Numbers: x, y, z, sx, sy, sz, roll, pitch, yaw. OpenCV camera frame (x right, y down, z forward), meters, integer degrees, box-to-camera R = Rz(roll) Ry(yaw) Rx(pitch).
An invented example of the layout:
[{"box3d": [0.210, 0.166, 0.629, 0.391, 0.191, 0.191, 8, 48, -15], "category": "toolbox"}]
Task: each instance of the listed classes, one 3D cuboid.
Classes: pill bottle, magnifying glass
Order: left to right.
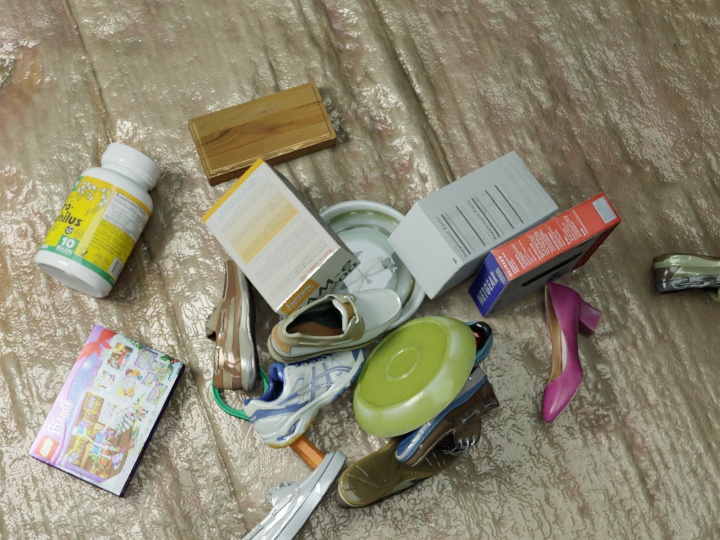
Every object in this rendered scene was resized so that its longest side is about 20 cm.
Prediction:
[{"box3d": [-0.361, -0.073, 1.583, 0.113, 0.113, 0.200, 24, 73, 3], "category": "pill bottle"}, {"box3d": [-0.125, 0.202, 1.568, 0.200, 0.022, 0.080, 42, 74, 10], "category": "magnifying glass"}]

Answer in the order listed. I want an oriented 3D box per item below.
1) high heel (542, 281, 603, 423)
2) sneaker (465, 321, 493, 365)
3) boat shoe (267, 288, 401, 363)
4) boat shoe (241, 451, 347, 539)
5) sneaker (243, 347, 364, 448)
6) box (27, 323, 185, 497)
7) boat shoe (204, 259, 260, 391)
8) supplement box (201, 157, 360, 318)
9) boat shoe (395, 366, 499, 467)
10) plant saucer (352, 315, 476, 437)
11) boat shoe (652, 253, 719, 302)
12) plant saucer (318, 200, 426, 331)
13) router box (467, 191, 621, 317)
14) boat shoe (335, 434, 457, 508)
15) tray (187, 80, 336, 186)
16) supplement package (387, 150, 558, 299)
[{"box3d": [0.272, 0.113, 1.593, 0.096, 0.067, 0.200, 30, 68, -7], "category": "high heel"}, {"box3d": [0.101, 0.126, 1.569, 0.200, 0.090, 0.078, -36, 79, -13], "category": "sneaker"}, {"box3d": [-0.026, 0.069, 1.523, 0.200, 0.068, 0.075, -22, 74, -24], "category": "boat shoe"}, {"box3d": [-0.097, 0.314, 1.506, 0.065, 0.074, 0.200, 37, 76, 7], "category": "boat shoe"}, {"box3d": [-0.074, 0.146, 1.535, 0.200, 0.075, 0.088, -47, 109, -29], "category": "sneaker"}, {"box3d": [-0.344, 0.190, 1.543, 0.137, 0.039, 0.200, 24, 73, 2], "category": "box"}, {"box3d": [-0.182, 0.074, 1.566, 0.072, 0.076, 0.200, -8, 60, 1], "category": "boat shoe"}, {"box3d": [-0.112, -0.042, 1.567, 0.126, 0.074, 0.200, -44, 61, 6], "category": "supplement box"}, {"box3d": [0.125, 0.206, 1.505, 0.072, 0.072, 0.200, 49, 50, 2], "category": "boat shoe"}, {"box3d": [0.064, 0.133, 1.520, 0.200, 0.200, 0.031, -52, 120, -16], "category": "plant saucer"}, {"box3d": [0.525, 0.015, 1.652, 0.199, 0.073, 0.065, 4, 84, 1], "category": "boat shoe"}, {"box3d": [0.000, 0.000, 1.621, 0.200, 0.050, 0.201, 1, 73, -5], "category": "plant saucer"}, {"box3d": [0.250, -0.018, 1.568, 0.179, 0.200, 0.049, -28, 77, -10], "category": "router box"}, {"box3d": [0.048, 0.263, 1.531, 0.200, 0.065, 0.073, -18, 75, -30], "category": "boat shoe"}, {"box3d": [-0.146, -0.205, 1.680, 0.200, 0.037, 0.099, -19, 75, -9], "category": "tray"}, {"box3d": [0.158, -0.065, 1.589, 0.200, 0.114, 0.110, -29, 76, -34], "category": "supplement package"}]
